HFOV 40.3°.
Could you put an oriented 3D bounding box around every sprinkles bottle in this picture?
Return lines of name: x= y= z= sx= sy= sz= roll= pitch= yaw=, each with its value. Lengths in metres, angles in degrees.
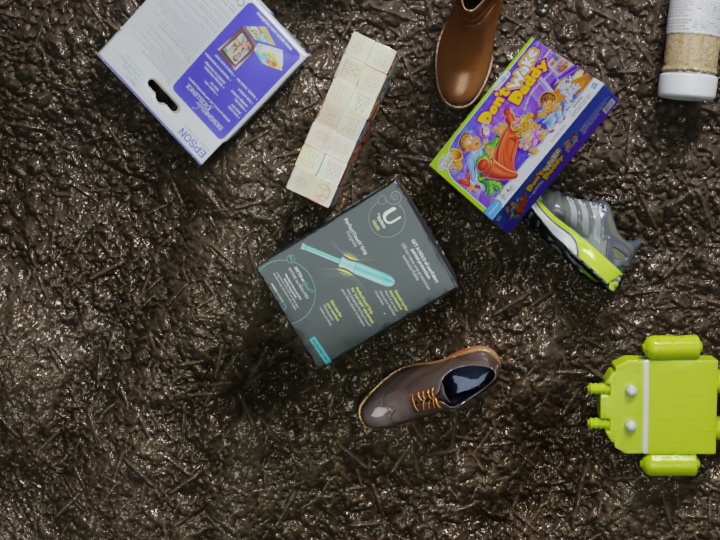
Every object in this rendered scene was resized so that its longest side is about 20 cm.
sprinkles bottle: x=0.402 y=-0.306 z=1.171 sx=0.068 sy=0.068 sz=0.202 roll=6 pitch=98 yaw=4

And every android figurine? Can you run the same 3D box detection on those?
android figurine: x=0.388 y=0.171 z=1.250 sx=0.198 sy=0.041 sz=0.184 roll=1 pitch=98 yaw=3

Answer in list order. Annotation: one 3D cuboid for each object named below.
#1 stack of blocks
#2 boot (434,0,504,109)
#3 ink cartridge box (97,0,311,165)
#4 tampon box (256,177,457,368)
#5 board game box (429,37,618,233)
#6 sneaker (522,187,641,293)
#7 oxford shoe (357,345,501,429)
stack of blocks: x=-0.019 y=-0.181 z=1.201 sx=0.058 sy=0.115 sz=0.201 roll=25 pitch=98 yaw=1
boot: x=0.135 y=-0.291 z=1.153 sx=0.076 sy=0.155 sz=0.201 roll=20 pitch=99 yaw=2
ink cartridge box: x=-0.197 y=-0.273 z=1.239 sx=0.200 sy=0.043 sz=0.198 roll=-42 pitch=92 yaw=13
tampon box: x=0.000 y=0.000 z=1.217 sx=0.199 sy=0.126 sz=0.151 roll=-31 pitch=94 yaw=7
board game box: x=0.193 y=-0.164 z=1.181 sx=0.200 sy=0.045 sz=0.135 roll=-51 pitch=48 yaw=9
sneaker: x=0.264 y=-0.066 z=1.223 sx=0.200 sy=0.074 sz=0.081 roll=44 pitch=85 yaw=-5
oxford shoe: x=0.085 y=0.154 z=1.256 sx=0.199 sy=0.073 sz=0.072 roll=-27 pitch=95 yaw=8
